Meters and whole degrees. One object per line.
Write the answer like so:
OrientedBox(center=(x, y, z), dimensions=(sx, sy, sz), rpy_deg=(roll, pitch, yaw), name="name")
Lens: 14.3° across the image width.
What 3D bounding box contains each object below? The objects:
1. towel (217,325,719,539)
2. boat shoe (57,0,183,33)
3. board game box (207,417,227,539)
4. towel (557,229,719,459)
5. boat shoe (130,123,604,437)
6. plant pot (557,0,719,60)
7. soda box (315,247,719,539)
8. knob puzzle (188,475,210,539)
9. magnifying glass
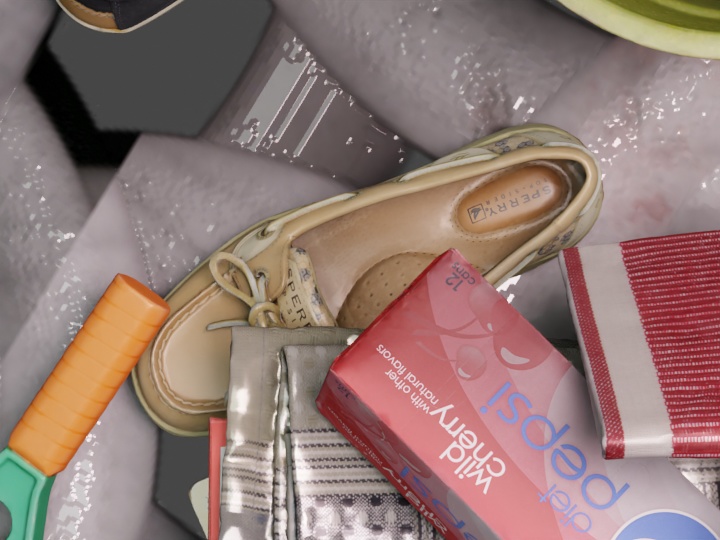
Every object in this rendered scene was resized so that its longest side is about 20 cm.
OrientedBox(center=(0.044, 0.115, 1.024), dimensions=(0.199, 0.035, 0.194), rpy_deg=(1, 80, -3), name="towel")
OrientedBox(center=(-0.039, -0.166, 1.097), dimensions=(0.200, 0.062, 0.075), rpy_deg=(-39, 87, -1), name="boat shoe")
OrientedBox(center=(0.017, 0.156, 1.057), dimensions=(0.151, 0.046, 0.201), rpy_deg=(0, 80, -3), name="board game box")
OrientedBox(center=(0.172, 0.022, 0.967), dimensions=(0.199, 0.144, 0.023), rpy_deg=(-5, 115, -1), name="towel")
OrientedBox(center=(0.000, 0.000, 1.091), dimensions=(0.199, 0.063, 0.074), rpy_deg=(-30, 89, 1), name="boat shoe")
OrientedBox(center=(0.146, -0.168, 1.020), dimensions=(0.199, 0.190, 0.201), rpy_deg=(0, 90, 14), name="plant pot")
OrientedBox(center=(0.076, 0.088, 0.986), dimensions=(0.200, 0.070, 0.063), rpy_deg=(44, 76, 5), name="soda box")
OrientedBox(center=(0.058, 0.125, 1.105), dimensions=(0.218, 0.030, 0.221), rpy_deg=(0, 89, 1), name="knob puzzle")
OrientedBox(center=(-0.137, 0.089, 1.097), dimensions=(0.079, 0.022, 0.200), rpy_deg=(36, 98, 7), name="magnifying glass")
